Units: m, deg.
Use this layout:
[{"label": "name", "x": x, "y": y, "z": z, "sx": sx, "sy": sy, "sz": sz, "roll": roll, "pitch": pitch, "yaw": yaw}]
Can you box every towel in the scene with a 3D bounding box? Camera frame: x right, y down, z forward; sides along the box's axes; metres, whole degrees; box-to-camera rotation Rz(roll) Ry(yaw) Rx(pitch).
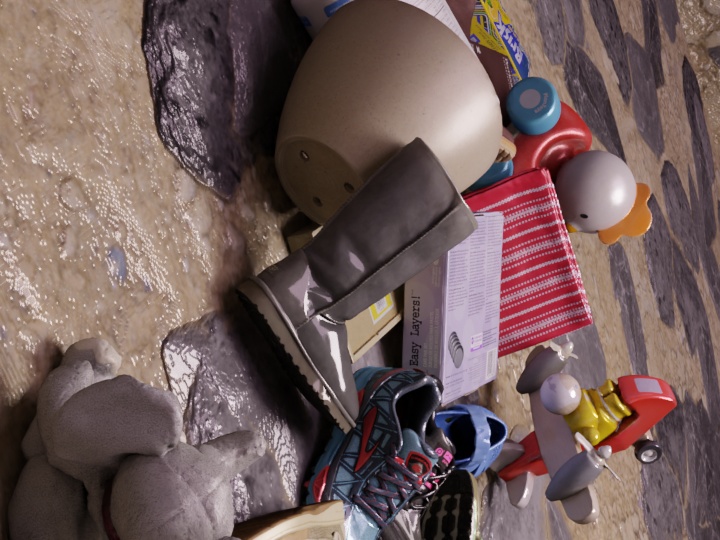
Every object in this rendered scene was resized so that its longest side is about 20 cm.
[{"label": "towel", "x": 0.169, "y": -0.005, "z": 1.511, "sx": 0.023, "sy": 0.143, "sz": 0.202, "roll": -95, "pitch": 166, "yaw": -72}]

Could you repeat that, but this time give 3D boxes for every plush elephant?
[{"label": "plush elephant", "x": -0.128, "y": 0.132, "z": 0.802, "sx": 0.200, "sy": 0.153, "sz": 0.166, "roll": -42, "pitch": 116, "yaw": -62}]

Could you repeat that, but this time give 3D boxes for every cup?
[{"label": "cup", "x": 0.004, "y": -0.117, "z": 1.192, "sx": 0.143, "sy": 0.199, "sz": 0.202, "roll": -47, "pitch": 123, "yaw": -34}]

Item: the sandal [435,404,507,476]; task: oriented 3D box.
[{"label": "sandal", "x": 0.113, "y": 0.172, "z": 1.376, "sx": 0.200, "sy": 0.086, "sz": 0.080, "roll": 6, "pitch": 72, "yaw": -66}]

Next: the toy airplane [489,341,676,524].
[{"label": "toy airplane", "x": 0.221, "y": 0.170, "z": 1.481, "sx": 0.200, "sy": 0.199, "sz": 0.142, "roll": -50, "pitch": 133, "yaw": -25}]

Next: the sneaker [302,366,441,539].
[{"label": "sneaker", "x": 0.016, "y": 0.166, "z": 1.146, "sx": 0.079, "sy": 0.095, "sz": 0.202, "roll": 44, "pitch": 50, "yaw": -41}]

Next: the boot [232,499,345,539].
[{"label": "boot", "x": -0.052, "y": 0.260, "z": 1.002, "sx": 0.200, "sy": 0.072, "sz": 0.157, "roll": 6, "pitch": 71, "yaw": -69}]

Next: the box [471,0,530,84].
[{"label": "box", "x": 0.145, "y": -0.301, "z": 1.673, "sx": 0.201, "sy": 0.069, "sz": 0.065, "roll": 55, "pitch": 33, "yaw": -39}]

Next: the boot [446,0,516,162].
[{"label": "boot", "x": 0.104, "y": -0.225, "z": 1.444, "sx": 0.199, "sy": 0.072, "sz": 0.168, "roll": 28, "pitch": 68, "yaw": -18}]

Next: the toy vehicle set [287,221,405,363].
[{"label": "toy vehicle set", "x": 0.000, "y": 0.000, "z": 1.283, "sx": 0.200, "sy": 0.026, "sz": 0.126, "roll": -37, "pitch": 112, "yaw": -63}]

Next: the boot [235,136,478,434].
[{"label": "boot", "x": 0.014, "y": 0.015, "z": 1.123, "sx": 0.199, "sy": 0.072, "sz": 0.183, "roll": -39, "pitch": 124, "yaw": -16}]

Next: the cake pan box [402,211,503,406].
[{"label": "cake pan box", "x": 0.099, "y": 0.032, "z": 1.395, "sx": 0.200, "sy": 0.052, "sz": 0.187, "roll": -12, "pitch": 106, "yaw": -67}]

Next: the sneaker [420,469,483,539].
[{"label": "sneaker", "x": 0.099, "y": 0.294, "z": 1.295, "sx": 0.088, "sy": 0.076, "sz": 0.203, "roll": 16, "pitch": 72, "yaw": -50}]

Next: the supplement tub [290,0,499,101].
[{"label": "supplement tub", "x": 0.033, "y": -0.214, "z": 1.300, "sx": 0.201, "sy": 0.131, "sz": 0.132, "roll": 57, "pitch": 31, "yaw": -20}]

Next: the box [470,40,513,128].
[{"label": "box", "x": 0.120, "y": -0.209, "z": 1.579, "sx": 0.200, "sy": 0.074, "sz": 0.101, "roll": -2, "pitch": 81, "yaw": -66}]

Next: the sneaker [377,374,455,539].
[{"label": "sneaker", "x": 0.044, "y": 0.180, "z": 1.227, "sx": 0.077, "sy": 0.083, "sz": 0.202, "roll": 40, "pitch": 44, "yaw": -52}]

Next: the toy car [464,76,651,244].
[{"label": "toy car", "x": 0.239, "y": -0.088, "z": 1.558, "sx": 0.177, "sy": 0.199, "sz": 0.184, "roll": -50, "pitch": 153, "yaw": -7}]
